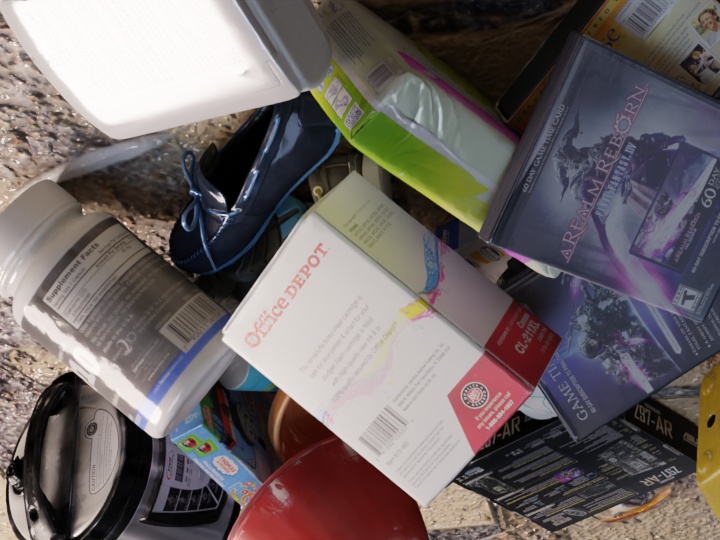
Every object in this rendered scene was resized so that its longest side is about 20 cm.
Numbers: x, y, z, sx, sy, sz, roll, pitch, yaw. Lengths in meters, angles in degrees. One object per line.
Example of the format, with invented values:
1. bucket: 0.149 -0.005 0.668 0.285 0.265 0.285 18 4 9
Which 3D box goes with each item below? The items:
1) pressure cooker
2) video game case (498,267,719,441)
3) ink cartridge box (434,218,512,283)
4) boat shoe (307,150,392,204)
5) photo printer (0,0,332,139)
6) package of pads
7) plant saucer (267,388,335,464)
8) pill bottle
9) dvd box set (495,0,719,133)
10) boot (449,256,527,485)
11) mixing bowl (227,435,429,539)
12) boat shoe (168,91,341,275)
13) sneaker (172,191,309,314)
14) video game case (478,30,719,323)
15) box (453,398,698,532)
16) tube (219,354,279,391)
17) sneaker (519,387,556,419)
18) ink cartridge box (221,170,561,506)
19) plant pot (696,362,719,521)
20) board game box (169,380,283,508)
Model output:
1. pressure cooker: -0.229 0.197 1.401 0.200 0.176 0.179 30 97 -44
2. video game case: 0.211 0.022 1.144 0.199 0.019 0.143 -33 113 6
3. ink cartridge box: 0.146 -0.017 1.212 0.199 0.042 0.119 -27 134 31
4. boat shoe: 0.000 -0.002 1.191 0.060 0.072 0.203 -4 123 8
5. photo printer: -0.138 -0.168 0.975 0.199 0.070 0.167 -9 129 35
6. package of pads: 0.054 -0.094 1.026 0.200 0.155 0.068 33 103 -34
7. plant saucer: 0.009 0.103 1.328 0.199 0.032 0.201 -21 139 -19
8. pill bottle: -0.197 0.027 1.187 0.200 0.114 0.114 39 140 5
9. dvd box set: 0.208 -0.114 1.032 0.199 0.029 0.147 29 108 -30
10. boot: 0.123 0.100 1.215 0.164 0.066 0.200 34 103 -20
11. mixing bowl: -0.013 0.254 1.322 0.199 0.108 0.201 -26 135 -30
12. boat shoe: -0.096 -0.074 1.134 0.068 0.084 0.200 9 133 -39
13. sneaker: -0.087 -0.008 1.236 0.081 0.074 0.200 9 152 -33
14. video game case: 0.185 -0.056 1.004 0.199 0.019 0.144 18 101 -33
15. box: 0.203 0.176 1.462 0.160 0.044 0.200 29 137 -30
16. tube: -0.033 0.085 1.342 0.199 0.051 0.077 7 155 -39
17. sneaker: 0.126 0.086 1.294 0.199 0.071 0.080 3 162 -37
18. ink cartridge box: 0.021 0.048 1.108 0.200 0.083 0.146 39 125 1
19. plant pot: 0.397 0.147 1.290 0.199 0.196 0.194 22 140 -13
20. board game box: -0.114 0.133 1.346 0.036 0.152 0.200 -26 137 9
